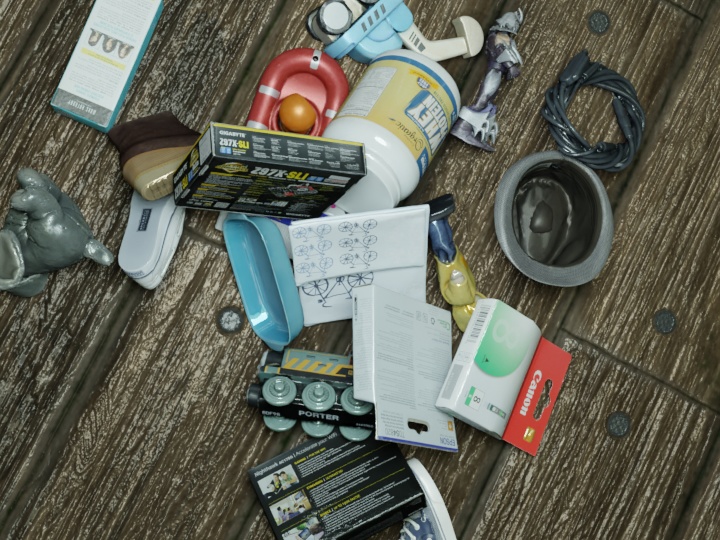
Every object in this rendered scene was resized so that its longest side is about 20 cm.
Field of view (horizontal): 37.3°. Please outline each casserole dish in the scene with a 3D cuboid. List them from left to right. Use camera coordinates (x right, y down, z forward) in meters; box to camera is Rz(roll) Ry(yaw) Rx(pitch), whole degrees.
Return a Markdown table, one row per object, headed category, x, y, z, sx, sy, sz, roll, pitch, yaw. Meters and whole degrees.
| category | x | y | z | sx | sy | sz | roll | pitch | yaw |
| --- | --- | --- | --- | --- | --- | --- | --- | --- | --- |
| casserole dish | -0.126 | 0.009 | 1.427 | 0.039 | 0.121 | 0.201 | -24 | 107 | -30 |

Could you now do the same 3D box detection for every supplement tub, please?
| category | x | y | z | sx | sy | sz | roll | pitch | yaw |
| --- | --- | --- | --- | --- | --- | --- | --- | --- | --- |
| supplement tub | 0.034 | -0.183 | 1.436 | 0.144 | 0.145 | 0.201 | 33 | 62 | -4 |

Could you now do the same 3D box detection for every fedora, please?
| category | x | y | z | sx | sy | sz | roll | pitch | yaw |
| --- | --- | --- | --- | --- | --- | --- | --- | --- | --- |
| fedora | 0.264 | -0.066 | 1.511 | 0.175 | 0.090 | 0.202 | 3 | 76 | -10 |

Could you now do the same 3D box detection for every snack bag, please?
| category | x | y | z | sx | sy | sz | roll | pitch | yaw |
| --- | --- | --- | --- | --- | --- | --- | --- | --- | --- |
| snack bag | 0.000 | 0.000 | 1.434 | 0.187 | 0.201 | 0.021 | -8 | 44 | -7 |

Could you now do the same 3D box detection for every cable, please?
| category | x | y | z | sx | sy | sz | roll | pitch | yaw |
| --- | --- | --- | --- | --- | --- | --- | --- | --- | --- |
| cable | 0.336 | -0.215 | 1.530 | 0.163 | 0.051 | 0.200 | 45 | 51 | -15 |

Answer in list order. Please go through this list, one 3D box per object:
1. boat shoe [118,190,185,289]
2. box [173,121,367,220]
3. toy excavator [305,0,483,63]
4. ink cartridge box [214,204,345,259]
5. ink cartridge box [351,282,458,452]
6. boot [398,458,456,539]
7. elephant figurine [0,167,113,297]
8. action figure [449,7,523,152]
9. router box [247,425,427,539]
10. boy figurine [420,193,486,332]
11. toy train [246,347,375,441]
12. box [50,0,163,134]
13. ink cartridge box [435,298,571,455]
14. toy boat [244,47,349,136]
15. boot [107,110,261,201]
| category | x | y | z | sx | sy | sz | roll | pitch | yaw |
| --- | --- | --- | --- | --- | --- | --- | --- | --- | --- |
| boat shoe | -0.273 | -0.070 | 1.447 | 0.073 | 0.065 | 0.201 | 7 | 62 | 21 |
| box | -0.114 | -0.118 | 1.317 | 0.199 | 0.160 | 0.050 | 4 | 68 | -25 |
| toy excavator | 0.050 | -0.338 | 1.513 | 0.194 | 0.100 | 0.200 | -44 | 105 | -8 |
| ink cartridge box | -0.093 | -0.064 | 1.461 | 0.199 | 0.037 | 0.095 | 23 | 125 | -4 |
| ink cartridge box | 0.059 | 0.135 | 1.411 | 0.040 | 0.199 | 0.202 | -13 | 69 | 33 |
| boot | 0.078 | 0.365 | 1.453 | 0.090 | 0.073 | 0.201 | -22 | 89 | -15 |
| elephant figurine | -0.459 | -0.024 | 1.399 | 0.200 | 0.155 | 0.142 | -42 | 135 | 1 |
| action figure | 0.190 | -0.273 | 1.508 | 0.069 | 0.130 | 0.201 | 20 | 99 | 7 |
| router box | -0.032 | 0.291 | 1.420 | 0.199 | 0.051 | 0.150 | -25 | 54 | -9 |
| boy figurine | 0.135 | 0.001 | 1.474 | 0.064 | 0.124 | 0.201 | -22 | 105 | 8 |
| toy train | -0.051 | 0.160 | 1.436 | 0.198 | 0.086 | 0.114 | 7 | 45 | 5 |
| box | -0.345 | -0.297 | 1.464 | 0.082 | 0.049 | 0.201 | 22 | 82 | -5 |
| ink cartridge box | 0.212 | 0.151 | 1.463 | 0.199 | 0.050 | 0.162 | 29 | 78 | -28 |
| toy boat | -0.087 | -0.208 | 1.452 | 0.130 | 0.131 | 0.201 | 18 | 83 | -6 |
| boot | -0.230 | -0.177 | 1.424 | 0.199 | 0.073 | 0.167 | -21 | 44 | -13 |
